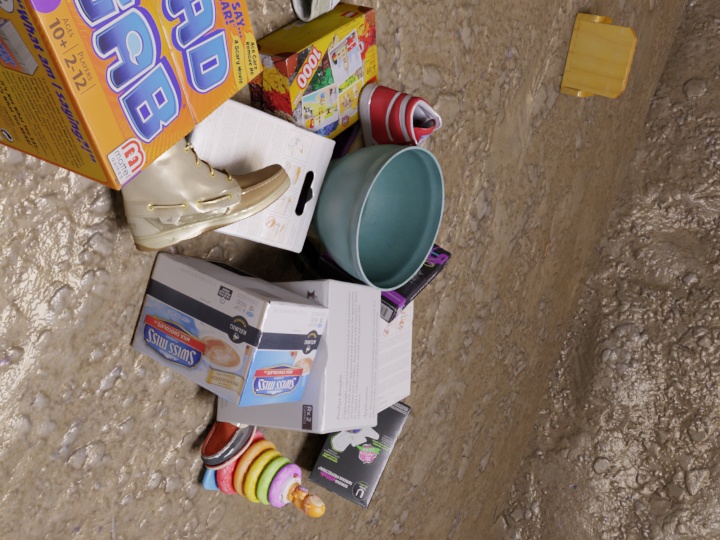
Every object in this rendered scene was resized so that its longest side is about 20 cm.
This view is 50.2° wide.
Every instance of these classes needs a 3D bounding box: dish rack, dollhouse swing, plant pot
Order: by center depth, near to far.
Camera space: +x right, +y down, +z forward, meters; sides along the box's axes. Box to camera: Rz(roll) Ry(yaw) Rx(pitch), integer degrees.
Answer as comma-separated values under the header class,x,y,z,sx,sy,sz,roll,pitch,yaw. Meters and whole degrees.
class,x,y,z,sx,sy,sz,roll,pitch,yaw
plant pot,0.008,-0.086,1.081,0.200,0.133,0.202,-28,127,-44
dish rack,0.000,0.000,1.243,0.199,0.154,0.055,-16,147,-38
dollhouse swing,0.631,-0.545,1.976,0.181,0.175,0.202,-21,124,-53

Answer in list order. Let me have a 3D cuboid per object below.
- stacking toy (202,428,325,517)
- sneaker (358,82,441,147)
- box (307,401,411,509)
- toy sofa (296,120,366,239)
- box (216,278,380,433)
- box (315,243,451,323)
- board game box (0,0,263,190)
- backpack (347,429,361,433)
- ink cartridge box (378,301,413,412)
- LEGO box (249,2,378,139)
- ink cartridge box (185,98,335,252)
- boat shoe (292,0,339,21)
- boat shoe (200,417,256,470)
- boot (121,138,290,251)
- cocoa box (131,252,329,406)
class,x,y,z,sx,sy,sz,roll,pitch,yaw
stacking toy,-0.135,0.326,1.193,0.116,0.199,0.111,31,81,-60
sneaker,0.066,-0.177,1.141,0.071,0.112,0.201,-48,141,-31
box,0.000,0.325,1.458,0.149,0.124,0.201,89,27,-80
toy sofa,-0.039,-0.150,1.179,0.201,0.082,0.098,-61,145,-15
box,-0.086,0.119,1.086,0.130,0.199,0.201,11,79,-54
box,0.041,-0.013,1.208,0.200,0.142,0.036,-40,159,-47
board game box,-0.240,-0.229,0.664,0.200,0.199,0.201,-49,146,-32
backpack,-0.050,0.181,1.314,0.179,0.150,0.200,-63,146,-9
ink cartridge box,0.018,0.130,1.223,0.160,0.050,0.202,-19,114,-45
LEGO box,-0.061,-0.266,1.072,0.200,0.077,0.150,-44,142,-38
ink cartridge box,-0.143,-0.124,0.985,0.199,0.050,0.164,14,96,-40
boat shoe,-0.065,-0.413,0.981,0.062,0.072,0.201,-54,150,-30
boat shoe,-0.182,0.208,1.174,0.200,0.071,0.063,-54,141,-29
boot,-0.187,-0.127,0.880,0.199,0.073,0.157,-23,113,-17
cocoa box,-0.167,0.074,0.981,0.133,0.199,0.132,11,99,-59
